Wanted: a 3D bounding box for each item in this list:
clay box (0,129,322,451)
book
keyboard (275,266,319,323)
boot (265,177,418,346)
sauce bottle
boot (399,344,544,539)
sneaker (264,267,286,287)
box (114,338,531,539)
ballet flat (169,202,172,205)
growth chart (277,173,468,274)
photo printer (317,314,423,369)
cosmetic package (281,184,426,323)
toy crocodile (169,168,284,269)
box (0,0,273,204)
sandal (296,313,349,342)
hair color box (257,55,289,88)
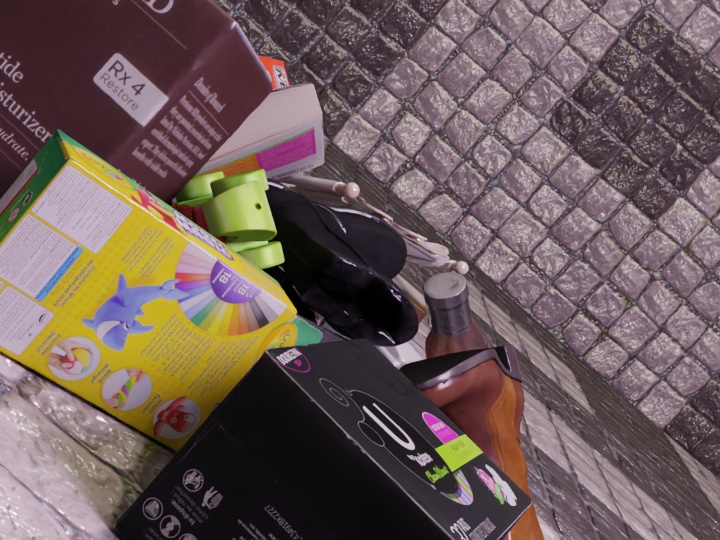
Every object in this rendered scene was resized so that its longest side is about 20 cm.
[{"bbox_3d":[-0.128,0.022,0.801,0.200,0.115,0.048,37,9,-34],"label":"clay box"},{"bbox_3d":[-0.094,-0.094,1.095,0.200,0.133,0.048,107,-34,-84],"label":"book"},{"bbox_3d":[-0.058,0.048,1.121,0.200,0.021,0.127,51,-24,44],"label":"keyboard"},{"bbox_3d":[-0.001,0.000,1.053,0.164,0.066,0.200,18,10,-28],"label":"boot"},{"bbox_3d":[0.096,0.093,1.304,0.066,0.066,0.201,-128,-159,-51],"label":"sauce bottle"},{"bbox_3d":[0.092,0.163,1.078,0.188,0.068,0.201,5,75,-72],"label":"boot"},{"bbox_3d":[-0.099,0.032,0.998,0.074,0.081,0.200,40,9,-5],"label":"sneaker"},{"bbox_3d":[-0.010,0.132,0.756,0.149,0.124,0.200,44,10,11],"label":"box"},{"bbox_3d":[-0.196,-0.056,1.125,0.067,0.046,0.200,42,8,10],"label":"ballet flat"},{"bbox_3d":[0.011,-0.041,1.243,0.144,0.018,0.200,17,-11,44],"label":"growth chart"},{"bbox_3d":[0.033,0.104,1.194,0.200,0.069,0.166,46,2,-40],"label":"photo printer"},{"bbox_3d":[-0.043,0.006,1.317,0.200,0.103,0.087,39,8,-7],"label":"cosmetic package"},{"bbox_3d":[-0.104,-0.032,0.959,0.200,0.062,0.068,2,-75,65],"label":"toy crocodile"},{"bbox_3d":[-0.188,-0.115,0.878,0.166,0.200,0.164,42,0,7],"label":"box"},{"bbox_3d":[-0.037,0.069,0.943,0.200,0.043,0.076,34,24,-16],"label":"sandal"},{"bbox_3d":[-0.142,-0.133,1.102,0.200,0.101,0.062,-4,76,-63],"label":"hair color box"}]
